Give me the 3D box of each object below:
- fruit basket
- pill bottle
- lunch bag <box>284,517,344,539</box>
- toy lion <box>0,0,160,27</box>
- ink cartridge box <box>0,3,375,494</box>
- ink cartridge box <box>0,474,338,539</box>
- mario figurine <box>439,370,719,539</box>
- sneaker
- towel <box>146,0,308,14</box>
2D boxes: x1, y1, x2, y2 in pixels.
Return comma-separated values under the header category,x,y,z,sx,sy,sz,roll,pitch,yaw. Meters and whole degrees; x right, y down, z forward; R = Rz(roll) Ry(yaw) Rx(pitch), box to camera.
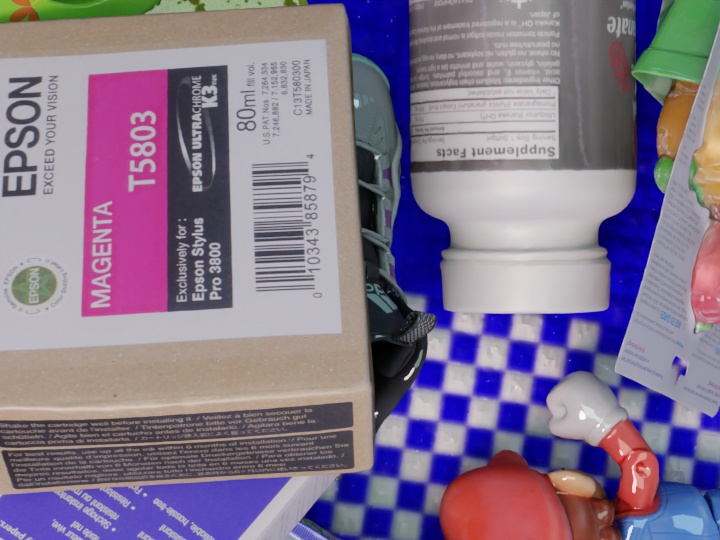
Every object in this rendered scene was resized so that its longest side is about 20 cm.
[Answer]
category,x,y,z,sx,sy,sz,roll,pitch,yaw
fruit basket,0.169,-0.038,0.913,0.093,0.185,0.202,21,90,26
pill bottle,0.078,-0.082,0.916,0.110,0.111,0.202,-1,92,-10
lunch bag,-0.008,0.225,0.906,0.199,0.124,0.171,30,85,-2
toy lion,-0.168,-0.173,0.828,0.192,0.069,0.200,-46,122,2
ink cartridge box,-0.079,-0.013,0.812,0.163,0.075,0.202,-3,58,-2
ink cartridge box,-0.138,0.092,0.815,0.197,0.044,0.200,30,53,21
mario figurine,0.136,0.123,0.956,0.198,0.106,0.125,6,69,-10
sneaker,0.000,0.000,0.885,0.077,0.140,0.202,8,94,-25
towel,-0.115,-0.090,0.929,0.199,0.018,0.087,-23,96,-9
